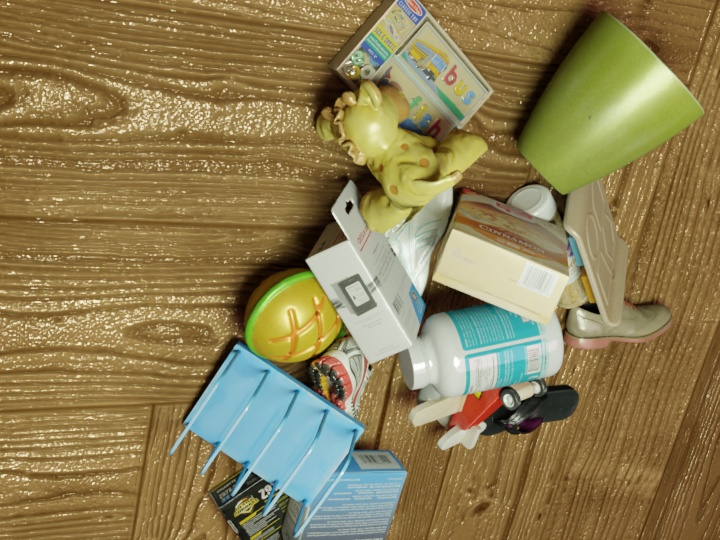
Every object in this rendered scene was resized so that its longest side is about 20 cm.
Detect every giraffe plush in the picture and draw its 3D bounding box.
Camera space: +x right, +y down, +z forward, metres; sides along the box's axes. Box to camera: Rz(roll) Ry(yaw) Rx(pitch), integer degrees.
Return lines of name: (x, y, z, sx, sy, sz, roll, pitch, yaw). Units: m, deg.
giraffe plush: (0.031, -0.148, 1.214, 0.172, 0.200, 0.162, -36, 96, 25)

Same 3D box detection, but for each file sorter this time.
file sorter: (-0.119, 0.215, 1.278, 0.200, 0.123, 0.139, 34, 105, -3)

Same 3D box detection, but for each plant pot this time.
plant pot: (0.310, -0.202, 1.340, 0.200, 0.187, 0.187, -45, 128, 14)

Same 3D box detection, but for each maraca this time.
maraca: (-0.070, 0.059, 1.306, 0.200, 0.107, 0.137, 12, 120, -54)

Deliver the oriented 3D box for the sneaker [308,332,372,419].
sneaker: (-0.017, 0.148, 1.357, 0.082, 0.078, 0.200, -47, 166, -23)

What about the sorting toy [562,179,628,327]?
sorting toy: (0.333, -0.047, 1.455, 0.036, 0.185, 0.200, -11, 129, 28)

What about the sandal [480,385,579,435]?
sandal: (0.270, 0.223, 1.607, 0.200, 0.048, 0.076, -8, 118, -26)

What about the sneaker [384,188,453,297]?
sneaker: (0.065, -0.053, 1.344, 0.080, 0.070, 0.201, 16, 100, -13)

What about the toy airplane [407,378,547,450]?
toy airplane: (0.163, 0.169, 1.485, 0.199, 0.141, 0.200, -34, 163, 2)

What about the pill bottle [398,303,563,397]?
pill bottle: (0.153, 0.101, 1.319, 0.199, 0.111, 0.111, -10, 119, -12)

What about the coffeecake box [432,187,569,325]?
coffeecake box: (0.182, -0.023, 1.308, 0.153, 0.200, 0.073, 22, 111, 1)

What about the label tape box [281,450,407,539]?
label tape box: (-0.032, 0.353, 1.438, 0.143, 0.066, 0.201, 5, 113, -29)

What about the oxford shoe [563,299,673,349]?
oxford shoe: (0.412, 0.071, 1.598, 0.199, 0.070, 0.075, -10, 113, -26)

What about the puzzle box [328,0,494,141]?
puzzle box: (0.068, -0.241, 1.276, 0.133, 0.025, 0.200, -50, 127, 1)

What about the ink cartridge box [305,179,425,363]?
ink cartridge box: (0.000, 0.000, 1.278, 0.067, 0.116, 0.200, -25, 106, 22)

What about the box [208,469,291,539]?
box: (-0.093, 0.320, 1.457, 0.200, 0.049, 0.160, -34, 123, -10)

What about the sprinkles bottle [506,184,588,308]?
sprinkles bottle: (0.276, -0.032, 1.470, 0.068, 0.068, 0.200, -39, 127, -6)
